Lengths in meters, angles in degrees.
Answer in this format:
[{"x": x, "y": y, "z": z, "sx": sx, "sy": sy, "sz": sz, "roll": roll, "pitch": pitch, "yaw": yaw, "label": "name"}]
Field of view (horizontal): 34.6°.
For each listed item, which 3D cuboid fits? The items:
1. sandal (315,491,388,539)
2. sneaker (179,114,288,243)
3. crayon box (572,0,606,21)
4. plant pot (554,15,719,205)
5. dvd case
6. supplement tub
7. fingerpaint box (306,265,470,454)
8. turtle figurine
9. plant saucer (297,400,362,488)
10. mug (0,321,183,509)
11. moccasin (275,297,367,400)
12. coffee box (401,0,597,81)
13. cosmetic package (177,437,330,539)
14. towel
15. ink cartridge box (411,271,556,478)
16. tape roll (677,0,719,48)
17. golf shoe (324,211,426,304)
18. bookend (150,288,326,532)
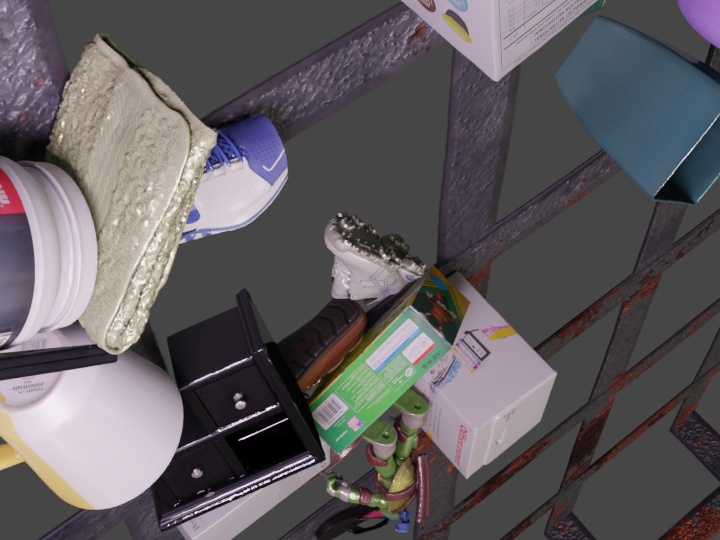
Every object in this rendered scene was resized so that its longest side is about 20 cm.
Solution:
[{"x": 0.010, "y": 0.423, "z": 1.965, "sx": 0.199, "sy": 0.045, "sz": 0.075, "roll": -20, "pitch": 146, "yaw": -39, "label": "sandal"}, {"x": -0.149, "y": -0.079, "z": 0.953, "sx": 0.199, "sy": 0.081, "sz": 0.115, "roll": -32, "pitch": 154, "yaw": -20, "label": "sneaker"}, {"x": 0.207, "y": -0.331, "z": 1.110, "sx": 0.118, "sy": 0.058, "sz": 0.201, "roll": -28, "pitch": 150, "yaw": -30, "label": "crayon box"}, {"x": 0.333, "y": -0.196, "z": 1.331, "sx": 0.141, "sy": 0.200, "sz": 0.142, "roll": 0, "pitch": 132, "yaw": -55, "label": "plant pot"}, {"x": -0.303, "y": 0.075, "z": 0.866, "sx": 0.199, "sy": 0.018, "sz": 0.142, "roll": -6, "pitch": 179, "yaw": 26, "label": "dvd case"}, {"x": -0.295, "y": -0.008, "z": 0.781, "sx": 0.199, "sy": 0.140, "sz": 0.141, "roll": -10, "pitch": 139, "yaw": -49, "label": "supplement tub"}, {"x": 0.033, "y": 0.106, "z": 1.395, "sx": 0.200, "sy": 0.073, "sz": 0.167, "roll": -46, "pitch": -177, "yaw": 20, "label": "fingerpaint box"}, {"x": 0.015, "y": 0.234, "z": 1.532, "sx": 0.143, "sy": 0.201, "sz": 0.195, "roll": -8, "pitch": 138, "yaw": -15, "label": "turtle figurine"}, {"x": -0.056, "y": 0.222, "z": 1.587, "sx": 0.200, "sy": 0.035, "sz": 0.201, "roll": -33, "pitch": 152, "yaw": -20, "label": "plant saucer"}, {"x": -0.269, "y": 0.131, "z": 1.030, "sx": 0.187, "sy": 0.149, "sz": 0.153, "roll": -46, "pitch": 147, "yaw": -9, "label": "mug"}, {"x": -0.074, "y": 0.114, "z": 1.367, "sx": 0.201, "sy": 0.073, "sz": 0.078, "roll": -45, "pitch": 148, "yaw": -21, "label": "moccasin"}, {"x": 0.101, "y": -0.305, "z": 0.838, "sx": 0.200, "sy": 0.200, "sz": 0.198, "roll": -39, "pitch": 155, "yaw": -10, "label": "coffee box"}, {"x": -0.146, "y": 0.238, "z": 1.394, "sx": 0.199, "sy": 0.113, "sz": 0.081, "roll": -36, "pitch": 154, "yaw": -20, "label": "cosmetic package"}, {"x": -0.185, "y": -0.055, "z": 0.844, "sx": 0.036, "sy": 0.148, "sz": 0.201, "roll": -8, "pitch": 131, "yaw": -51, "label": "towel"}, {"x": 0.137, "y": 0.140, "z": 1.548, "sx": 0.144, "sy": 0.200, "sz": 0.148, "roll": -33, "pitch": 153, "yaw": -20, "label": "ink cartridge box"}, {"x": 0.474, "y": -0.321, "z": 1.345, "sx": 0.199, "sy": 0.200, "sz": 0.066, "roll": -26, "pitch": 149, "yaw": -31, "label": "tape roll"}, {"x": 0.000, "y": 0.000, "z": 1.295, "sx": 0.097, "sy": 0.078, "sz": 0.200, "roll": -42, "pitch": 154, "yaw": 11, "label": "golf shoe"}, {"x": -0.165, "y": 0.150, "z": 1.216, "sx": 0.197, "sy": 0.092, "sz": 0.201, "roll": -23, "pitch": 134, "yaw": -1, "label": "bookend"}]
